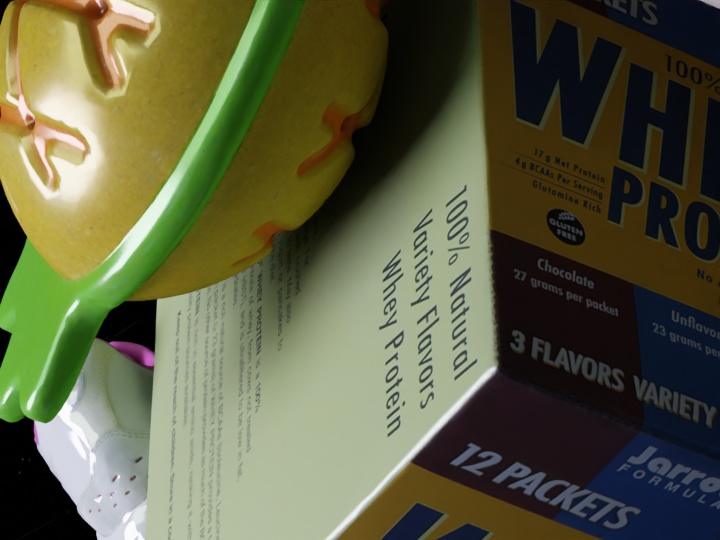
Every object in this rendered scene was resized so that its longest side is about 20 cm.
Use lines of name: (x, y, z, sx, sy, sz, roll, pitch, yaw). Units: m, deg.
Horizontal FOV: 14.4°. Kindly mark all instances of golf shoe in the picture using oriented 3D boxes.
golf shoe: (-0.072, 0.060, 1.008, 0.075, 0.092, 0.200, -38, -1, -3)

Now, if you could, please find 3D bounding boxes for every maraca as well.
maraca: (-0.060, -0.043, 0.829, 0.200, 0.107, 0.137, -56, 18, 28)

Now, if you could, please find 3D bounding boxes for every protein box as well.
protein box: (0.039, 0.032, 0.857, 0.200, 0.135, 0.199, -49, 29, 39)

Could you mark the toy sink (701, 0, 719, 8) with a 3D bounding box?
toy sink: (0.133, -0.118, 0.704, 0.112, 0.199, 0.131, 28, 100, 57)
